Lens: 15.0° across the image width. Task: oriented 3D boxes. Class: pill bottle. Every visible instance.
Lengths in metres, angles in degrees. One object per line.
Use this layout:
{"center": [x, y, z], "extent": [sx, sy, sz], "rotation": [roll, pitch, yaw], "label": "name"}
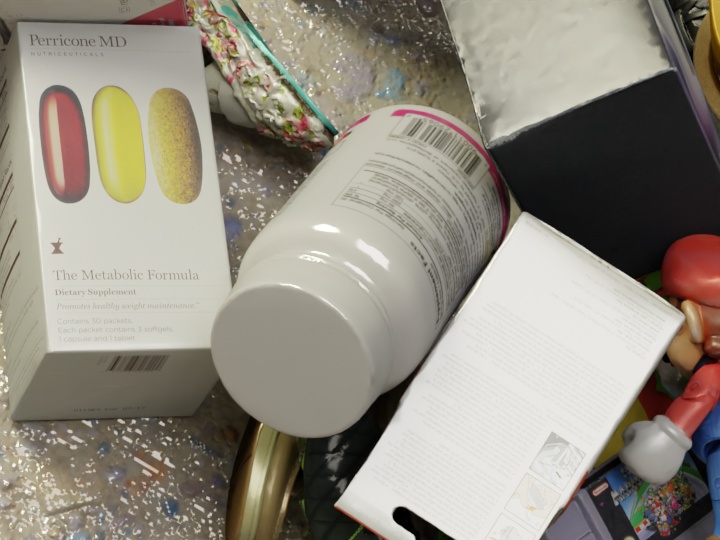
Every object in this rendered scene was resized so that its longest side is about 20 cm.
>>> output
{"center": [0.000, 0.000, 1.505], "extent": [0.113, 0.113, 0.200], "rotation": [38, 38, 0], "label": "pill bottle"}

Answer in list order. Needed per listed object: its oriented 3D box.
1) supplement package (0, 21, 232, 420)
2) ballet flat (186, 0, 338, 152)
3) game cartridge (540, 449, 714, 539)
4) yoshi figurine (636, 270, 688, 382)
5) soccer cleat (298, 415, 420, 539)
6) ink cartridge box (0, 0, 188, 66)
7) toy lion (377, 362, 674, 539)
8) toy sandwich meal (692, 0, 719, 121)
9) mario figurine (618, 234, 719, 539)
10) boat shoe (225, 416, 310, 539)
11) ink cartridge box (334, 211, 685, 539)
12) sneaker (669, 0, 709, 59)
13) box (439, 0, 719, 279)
{"center": [-0.145, -0.028, 1.550], "extent": [0.113, 0.110, 0.201], "rotation": [-1, 67, -20], "label": "supplement package"}
{"center": [-0.092, -0.138, 1.653], "extent": [0.064, 0.076, 0.200], "rotation": [-37, 77, 2], "label": "ballet flat"}
{"center": [0.188, 0.159, 1.594], "extent": [0.200, 0.038, 0.130], "rotation": [-30, 96, -40], "label": "game cartridge"}
{"center": [0.250, 0.024, 1.693], "extent": [0.199, 0.113, 0.112], "rotation": [30, 19, 11], "label": "yoshi figurine"}
{"center": [0.020, 0.170, 1.502], "extent": [0.067, 0.081, 0.201], "rotation": [-18, 98, -42], "label": "soccer cleat"}
{"center": [-0.202, -0.176, 1.545], "extent": [0.199, 0.147, 0.083], "rotation": [-8, 70, -2], "label": "ink cartridge box"}
{"center": [0.113, 0.128, 1.606], "extent": [0.191, 0.069, 0.201], "rotation": [5, 66, -26], "label": "toy lion"}
{"center": [0.295, -0.140, 1.656], "extent": [0.204, 0.070, 0.206], "rotation": [-5, 49, 6], "label": "toy sandwich meal"}
{"center": [0.204, 0.079, 1.585], "extent": [0.105, 0.123, 0.201], "rotation": [-9, 75, 11], "label": "mario figurine"}
{"center": [-0.026, 0.078, 1.566], "extent": [0.062, 0.073, 0.201], "rotation": [22, 61, -6], "label": "boat shoe"}
{"center": [0.080, 0.080, 1.496], "extent": [0.109, 0.050, 0.200], "rotation": [33, 73, 5], "label": "ink cartridge box"}
{"center": [0.218, -0.186, 1.772], "extent": [0.199, 0.070, 0.100], "rotation": [29, 63, -5], "label": "sneaker"}
{"center": [0.128, -0.123, 1.604], "extent": [0.123, 0.200, 0.199], "rotation": [-21, 59, 10], "label": "box"}
